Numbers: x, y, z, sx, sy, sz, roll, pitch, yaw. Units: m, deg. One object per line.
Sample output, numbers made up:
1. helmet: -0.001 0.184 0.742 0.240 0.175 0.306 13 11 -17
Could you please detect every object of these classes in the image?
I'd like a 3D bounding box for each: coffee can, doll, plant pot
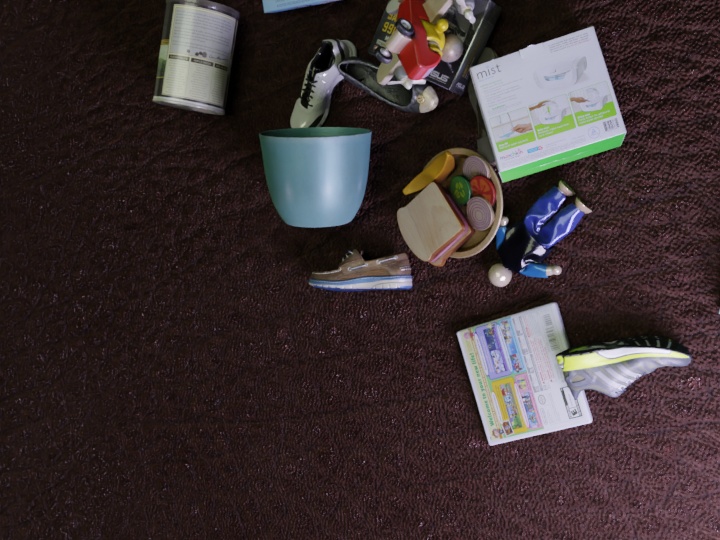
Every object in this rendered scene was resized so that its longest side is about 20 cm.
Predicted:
1. coffee can: -0.325 -0.421 1.605 0.145 0.146 0.202 12 96 28
2. doll: 0.284 -0.047 1.329 0.200 0.048 0.137 -47 69 20
3. plant pot: -0.078 -0.167 1.452 0.199 0.200 0.163 7 107 28

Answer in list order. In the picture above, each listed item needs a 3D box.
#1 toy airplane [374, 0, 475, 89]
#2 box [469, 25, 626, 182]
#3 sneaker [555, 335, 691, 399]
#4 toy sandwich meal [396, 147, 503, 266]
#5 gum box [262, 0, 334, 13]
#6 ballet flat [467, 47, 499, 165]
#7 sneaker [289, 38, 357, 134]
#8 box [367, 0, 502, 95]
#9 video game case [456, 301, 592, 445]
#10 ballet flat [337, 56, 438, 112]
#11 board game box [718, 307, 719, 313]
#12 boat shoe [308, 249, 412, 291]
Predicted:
1. toy airplane: 0.105 -0.391 1.318 0.201 0.140 0.200 -65 20 1
2. box: 0.290 -0.257 1.271 0.198 0.097 0.178 -17 82 11
3. sneaker: 0.408 0.151 1.255 0.198 0.074 0.082 -10 98 26
4. toy sandwich meal: 0.147 -0.109 1.371 0.204 0.070 0.207 7 100 43
5. gum box: -0.120 -0.596 1.513 0.169 0.044 0.202 4 107 36
6. ballet flat: 0.222 -0.276 1.370 0.067 0.046 0.202 -15 76 49
7. sneaker: -0.085 -0.345 1.514 0.073 0.080 0.201 35 108 22
8. box: 0.124 -0.413 1.401 0.199 0.048 0.159 34 106 32
9. video game case: 0.270 0.174 1.353 0.181 0.022 0.202 -20 82 27
10. ballet flat: 0.047 -0.327 1.446 0.199 0.057 0.067 25 115 20
11. board game box: 0.628 0.011 1.142 0.198 0.047 0.153 14 97 28
12. boat shoe: 0.000 0.000 1.479 0.198 0.072 0.073 -1 85 19
